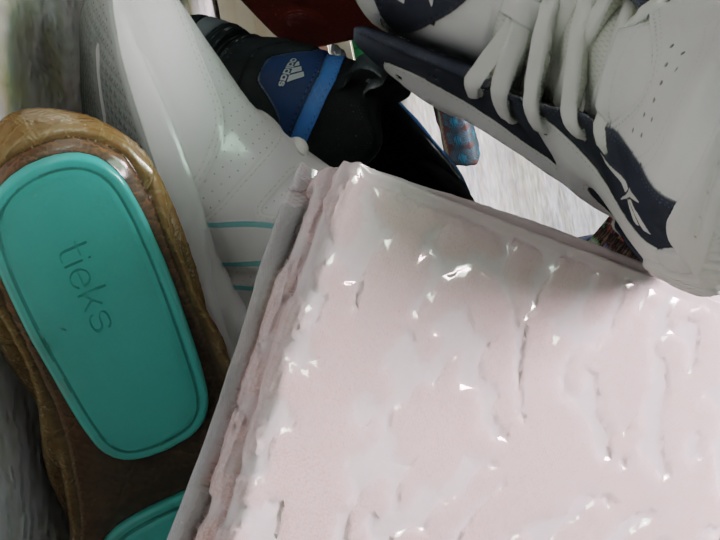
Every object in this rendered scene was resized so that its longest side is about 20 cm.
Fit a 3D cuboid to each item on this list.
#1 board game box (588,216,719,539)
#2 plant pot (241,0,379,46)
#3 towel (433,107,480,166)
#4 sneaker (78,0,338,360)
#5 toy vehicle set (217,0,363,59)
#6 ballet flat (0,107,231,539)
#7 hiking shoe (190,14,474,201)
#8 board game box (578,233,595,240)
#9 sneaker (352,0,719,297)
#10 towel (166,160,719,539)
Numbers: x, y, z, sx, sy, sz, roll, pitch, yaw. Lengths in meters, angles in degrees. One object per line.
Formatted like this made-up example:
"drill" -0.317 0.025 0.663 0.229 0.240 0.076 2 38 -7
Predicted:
"board game box" 0.113 0.027 0.842 0.097 0.200 0.159 40 4 -3
"plant pot" 0.014 -0.185 0.817 0.200 0.199 0.177 43 49 -44
"towel" 0.012 -0.157 1.105 0.147 0.022 0.201 -98 173 -67
"sneaker" -0.015 0.004 0.744 0.201 0.080 0.070 63 -16 -3
"toy vehicle set" -0.020 -0.090 0.970 0.124 0.026 0.202 -22 101 -75
"ballet flat" -0.055 0.045 0.697 0.072 0.067 0.201 -116 -175 -68
"hiking shoe" 0.000 0.000 0.834 0.200 0.086 0.075 54 52 -53
"board game box" 0.076 0.023 1.015 0.200 0.199 0.062 -17 95 -61
"sneaker" 0.049 -0.063 0.698 0.080 0.129 0.199 -63 -175 15
"towel" 0.022 0.085 0.693 0.190 0.032 0.201 19 90 -44
